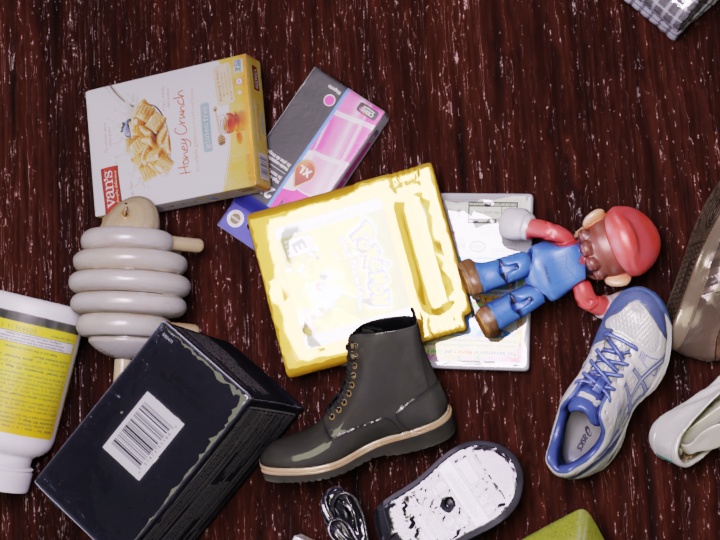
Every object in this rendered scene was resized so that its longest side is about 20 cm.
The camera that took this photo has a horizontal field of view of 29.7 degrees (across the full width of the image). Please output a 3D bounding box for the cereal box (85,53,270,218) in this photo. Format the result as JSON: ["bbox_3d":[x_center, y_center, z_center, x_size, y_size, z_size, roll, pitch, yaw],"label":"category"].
[{"bbox_3d":[-0.196,-0.139,1.445,0.200,0.040,0.144,-10,80,21],"label":"cereal box"}]

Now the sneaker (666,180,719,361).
[{"bbox_3d":[0.362,-0.007,1.336,0.075,0.070,0.200,22,92,-4],"label":"sneaker"}]

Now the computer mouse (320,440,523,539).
[{"bbox_3d":[0.071,0.240,1.351,0.200,0.053,0.139,-30,69,2],"label":"computer mouse"}]

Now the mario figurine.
[{"bbox_3d":[0.202,-0.002,1.352,0.200,0.124,0.106,-20,40,-1],"label":"mario figurine"}]

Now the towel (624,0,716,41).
[{"bbox_3d":[0.326,-0.360,1.372,0.166,0.086,0.200,42,91,12],"label":"towel"}]

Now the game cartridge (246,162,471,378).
[{"bbox_3d":[0.000,0.000,1.383,0.200,0.032,0.176,-16,83,8],"label":"game cartridge"}]

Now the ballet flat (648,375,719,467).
[{"bbox_3d":[0.369,0.123,1.303,0.200,0.069,0.069,-38,77,5],"label":"ballet flat"}]

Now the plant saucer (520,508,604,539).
[{"bbox_3d":[0.176,0.362,1.292,0.200,0.048,0.200,-29,95,6],"label":"plant saucer"}]

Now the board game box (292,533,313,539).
[{"bbox_3d":[-0.045,0.386,1.366,0.134,0.034,0.200,23,87,13],"label":"board game box"}]

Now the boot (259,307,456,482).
[{"bbox_3d":[-0.018,0.122,1.350,0.200,0.077,0.138,-18,110,-4],"label":"boot"}]

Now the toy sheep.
[{"bbox_3d":[-0.235,0.021,1.400,0.138,0.138,0.200,-2,79,10],"label":"toy sheep"}]

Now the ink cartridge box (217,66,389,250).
[{"bbox_3d":[-0.064,-0.108,1.438,0.095,0.037,0.200,34,92,13],"label":"ink cartridge box"}]

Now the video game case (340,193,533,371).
[{"bbox_3d":[0.076,0.011,1.400,0.200,0.024,0.182,1,83,10],"label":"video game case"}]

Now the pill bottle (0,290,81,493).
[{"bbox_3d":[-0.366,0.126,1.422,0.112,0.112,0.200,12,84,12],"label":"pill bottle"}]

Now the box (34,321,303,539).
[{"bbox_3d":[-0.183,0.170,1.337,0.123,0.198,0.200,40,91,15],"label":"box"}]

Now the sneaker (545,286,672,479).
[{"bbox_3d":[0.238,0.113,1.297,0.075,0.088,0.200,23,102,25],"label":"sneaker"}]
